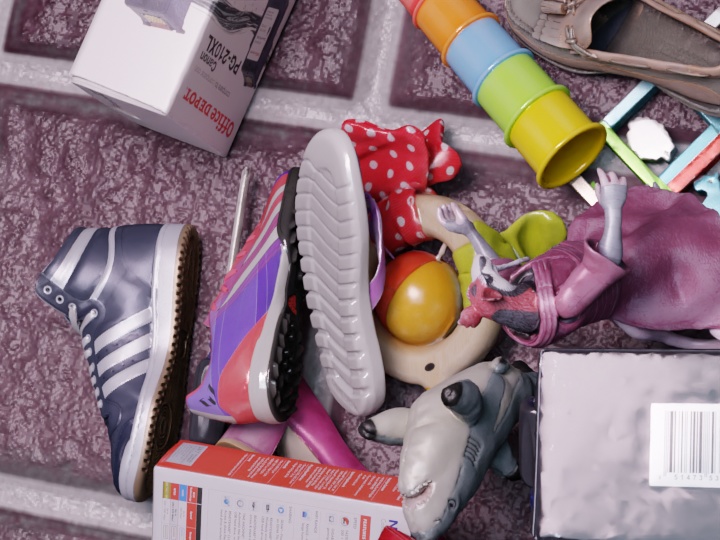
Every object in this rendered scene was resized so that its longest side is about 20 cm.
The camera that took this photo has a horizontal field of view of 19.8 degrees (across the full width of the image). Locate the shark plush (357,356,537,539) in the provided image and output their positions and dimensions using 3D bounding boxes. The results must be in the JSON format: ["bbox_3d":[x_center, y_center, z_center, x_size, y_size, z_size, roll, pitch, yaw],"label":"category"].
[{"bbox_3d":[0.078,0.107,1.348,0.090,0.200,0.084,-26,89,30],"label":"shark plush"}]

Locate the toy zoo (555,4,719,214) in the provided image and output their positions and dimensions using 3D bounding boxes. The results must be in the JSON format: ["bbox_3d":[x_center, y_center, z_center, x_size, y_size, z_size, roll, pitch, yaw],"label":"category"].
[{"bbox_3d":[0.248,-0.094,1.411,0.200,0.020,0.131,-44,73,4],"label":"toy zoo"}]

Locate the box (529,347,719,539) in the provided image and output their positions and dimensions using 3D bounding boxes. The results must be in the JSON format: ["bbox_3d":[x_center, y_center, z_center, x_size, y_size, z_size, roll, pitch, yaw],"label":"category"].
[{"bbox_3d":[0.221,0.119,1.291,0.198,0.198,0.125,0,79,15],"label":"box"}]

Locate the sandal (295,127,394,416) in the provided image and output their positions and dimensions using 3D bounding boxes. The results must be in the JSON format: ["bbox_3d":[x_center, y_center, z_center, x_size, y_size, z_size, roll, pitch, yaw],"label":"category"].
[{"bbox_3d":[-0.004,-0.002,1.390,0.082,0.049,0.205,29,128,52],"label":"sandal"}]

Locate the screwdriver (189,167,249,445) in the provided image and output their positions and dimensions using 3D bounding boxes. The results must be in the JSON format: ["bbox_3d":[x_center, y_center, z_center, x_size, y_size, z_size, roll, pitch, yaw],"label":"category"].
[{"bbox_3d":[-0.100,0.025,1.469,0.029,0.028,0.202,6,84,-18],"label":"screwdriver"}]

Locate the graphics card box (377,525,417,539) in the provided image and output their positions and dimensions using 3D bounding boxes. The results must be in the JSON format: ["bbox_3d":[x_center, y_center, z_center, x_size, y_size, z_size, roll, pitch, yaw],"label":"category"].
[{"bbox_3d":[0.070,0.259,1.321,0.126,0.199,0.051,-63,29,-2],"label":"graphics card box"}]

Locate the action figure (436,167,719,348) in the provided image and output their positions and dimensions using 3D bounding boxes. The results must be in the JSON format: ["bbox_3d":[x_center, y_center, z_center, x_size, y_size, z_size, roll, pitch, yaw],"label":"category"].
[{"bbox_3d":[0.136,0.011,1.291,0.133,0.199,0.150,-4,104,54],"label":"action figure"}]

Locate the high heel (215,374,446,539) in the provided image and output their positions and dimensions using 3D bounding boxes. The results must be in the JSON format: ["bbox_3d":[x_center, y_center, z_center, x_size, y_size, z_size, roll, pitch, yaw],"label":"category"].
[{"bbox_3d":[0.000,0.141,1.430,0.199,0.068,0.096,28,49,7],"label":"high heel"}]

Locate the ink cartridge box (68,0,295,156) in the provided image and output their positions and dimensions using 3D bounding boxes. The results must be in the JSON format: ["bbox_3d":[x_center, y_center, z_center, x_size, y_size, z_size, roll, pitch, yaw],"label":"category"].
[{"bbox_3d":[-0.110,-0.196,1.455,0.084,0.145,0.202,23,87,17],"label":"ink cartridge box"}]

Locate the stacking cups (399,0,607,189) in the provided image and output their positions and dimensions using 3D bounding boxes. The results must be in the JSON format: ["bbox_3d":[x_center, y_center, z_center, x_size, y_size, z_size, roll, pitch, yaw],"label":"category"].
[{"bbox_3d":[0.090,-0.149,1.431,0.060,0.060,0.201,-39,66,6],"label":"stacking cups"}]

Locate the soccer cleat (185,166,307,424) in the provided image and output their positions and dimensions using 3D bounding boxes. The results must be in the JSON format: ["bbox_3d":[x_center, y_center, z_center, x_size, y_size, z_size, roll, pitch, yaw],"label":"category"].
[{"bbox_3d":[-0.072,0.014,1.427,0.072,0.068,0.202,-4,57,19],"label":"soccer cleat"}]

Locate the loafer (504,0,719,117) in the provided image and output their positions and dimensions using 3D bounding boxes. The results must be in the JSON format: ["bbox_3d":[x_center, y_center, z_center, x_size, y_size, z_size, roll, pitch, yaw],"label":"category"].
[{"bbox_3d":[0.181,-0.165,1.401,0.199,0.063,0.072,24,83,28],"label":"loafer"}]

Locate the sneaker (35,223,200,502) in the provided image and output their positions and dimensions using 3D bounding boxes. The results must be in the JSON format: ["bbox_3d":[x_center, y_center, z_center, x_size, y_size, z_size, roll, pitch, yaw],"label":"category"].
[{"bbox_3d":[-0.181,0.062,1.470,0.107,0.070,0.202,5,75,10],"label":"sneaker"}]

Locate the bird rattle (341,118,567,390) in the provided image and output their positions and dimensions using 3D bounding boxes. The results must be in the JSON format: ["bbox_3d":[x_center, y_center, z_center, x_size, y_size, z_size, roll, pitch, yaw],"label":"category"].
[{"bbox_3d":[0.044,-0.005,1.413,0.199,0.112,0.164,33,107,20],"label":"bird rattle"}]

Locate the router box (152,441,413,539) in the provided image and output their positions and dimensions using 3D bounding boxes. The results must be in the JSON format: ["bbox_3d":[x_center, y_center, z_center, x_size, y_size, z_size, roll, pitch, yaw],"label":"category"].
[{"bbox_3d":[-0.050,0.229,1.375,0.178,0.049,0.202,9,107,14],"label":"router box"}]

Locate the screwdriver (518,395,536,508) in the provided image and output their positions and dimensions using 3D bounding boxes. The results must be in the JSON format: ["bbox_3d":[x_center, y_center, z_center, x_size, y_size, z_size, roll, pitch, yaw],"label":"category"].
[{"bbox_3d":[0.121,0.175,1.347,0.028,0.029,0.202,-13,111,-17],"label":"screwdriver"}]
